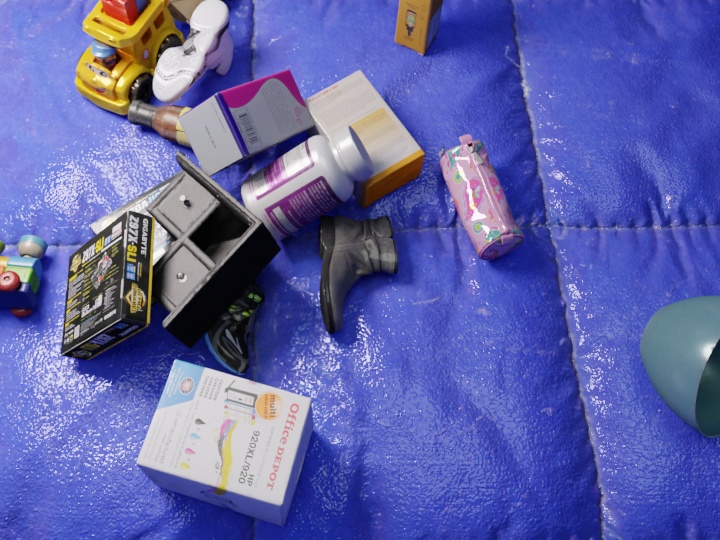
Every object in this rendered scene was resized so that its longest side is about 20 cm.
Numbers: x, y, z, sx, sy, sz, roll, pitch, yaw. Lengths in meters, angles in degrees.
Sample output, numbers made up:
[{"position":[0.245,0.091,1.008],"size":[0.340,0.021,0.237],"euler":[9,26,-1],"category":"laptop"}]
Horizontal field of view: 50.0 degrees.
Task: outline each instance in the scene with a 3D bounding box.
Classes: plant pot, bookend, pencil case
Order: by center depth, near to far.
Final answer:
[{"position":[0.492,0.121,1.131],"size":[0.199,0.203,0.134],"euler":[-38,37,-19],"category":"plant pot"},{"position":[-0.258,-0.034,1.139],"size":[0.199,0.092,0.199],"euler":[39,80,25],"category":"bookend"},{"position":[0.197,-0.119,1.269],"size":[0.085,0.088,0.204],"euler":[-14,67,-9],"category":"pencil case"}]

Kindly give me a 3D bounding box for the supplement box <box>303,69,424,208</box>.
[{"position":[0.002,-0.224,1.313],"size":[0.124,0.074,0.202],"euler":[-30,71,-16],"category":"supplement box"}]

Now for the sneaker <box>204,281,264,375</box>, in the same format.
[{"position":[-0.187,0.056,1.164],"size":[0.081,0.070,0.204],"euler":[-20,60,28],"category":"sneaker"}]

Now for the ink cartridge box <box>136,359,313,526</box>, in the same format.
[{"position":[-0.174,0.236,1.051],"size":[0.195,0.145,0.150],"euler":[15,64,4],"category":"ink cartridge box"}]

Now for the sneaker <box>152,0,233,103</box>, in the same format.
[{"position":[-0.282,-0.362,1.348],"size":[0.074,0.115,0.203],"euler":[27,79,10],"category":"sneaker"}]

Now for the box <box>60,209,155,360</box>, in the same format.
[{"position":[-0.367,0.026,1.116],"size":[0.049,0.198,0.163],"euler":[18,59,-39],"category":"box"}]

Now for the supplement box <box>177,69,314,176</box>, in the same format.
[{"position":[-0.177,-0.238,1.232],"size":[0.199,0.102,0.103],"euler":[-37,105,-51],"category":"supplement box"}]

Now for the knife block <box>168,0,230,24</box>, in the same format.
[{"position":[-0.308,-0.548,1.389],"size":[0.063,0.199,0.178],"euler":[21,82,36],"category":"knife block"}]

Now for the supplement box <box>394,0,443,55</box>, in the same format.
[{"position":[0.109,-0.483,1.370],"size":[0.066,0.201,0.069],"euler":[27,62,11],"category":"supplement box"}]

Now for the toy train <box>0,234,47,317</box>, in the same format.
[{"position":[-0.587,-0.004,1.183],"size":[0.195,0.085,0.118],"euler":[5,54,0],"category":"toy train"}]

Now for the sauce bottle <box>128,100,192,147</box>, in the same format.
[{"position":[-0.297,-0.246,1.314],"size":[0.196,0.066,0.067],"euler":[18,65,4],"category":"sauce bottle"}]

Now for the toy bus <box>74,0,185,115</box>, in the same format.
[{"position":[-0.406,-0.401,1.313],"size":[0.134,0.193,0.202],"euler":[26,68,8],"category":"toy bus"}]

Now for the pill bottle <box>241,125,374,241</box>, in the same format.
[{"position":[-0.080,-0.140,1.213],"size":[0.197,0.112,0.114],"euler":[-29,66,12],"category":"pill bottle"}]

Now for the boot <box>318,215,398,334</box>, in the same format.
[{"position":[0.000,0.000,1.216],"size":[0.128,0.070,0.205],"euler":[2,69,-8],"category":"boot"}]

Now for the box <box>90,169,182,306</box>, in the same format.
[{"position":[-0.306,-0.056,1.235],"size":[0.198,0.046,0.160],"euler":[-35,71,-17],"category":"box"}]
